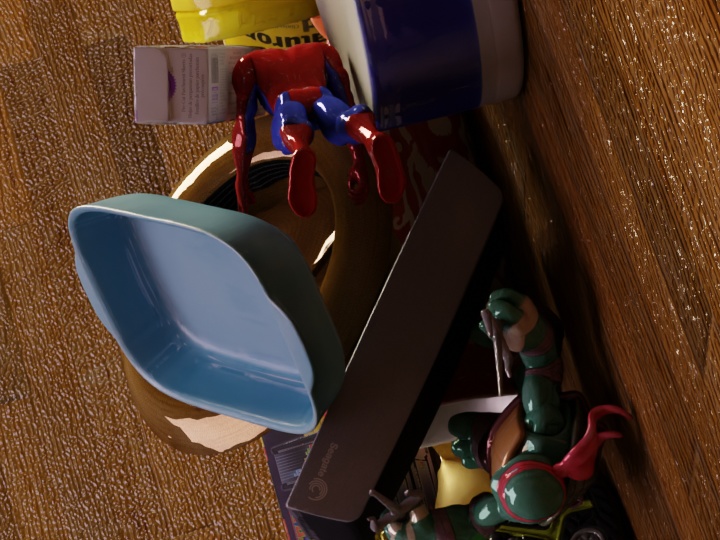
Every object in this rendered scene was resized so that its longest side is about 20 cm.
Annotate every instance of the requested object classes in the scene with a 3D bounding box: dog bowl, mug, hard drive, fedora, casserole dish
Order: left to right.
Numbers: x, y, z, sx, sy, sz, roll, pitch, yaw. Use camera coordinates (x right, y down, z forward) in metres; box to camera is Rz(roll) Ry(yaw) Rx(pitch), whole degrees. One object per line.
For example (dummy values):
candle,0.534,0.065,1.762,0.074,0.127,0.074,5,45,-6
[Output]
casserole dish,-0.074,0.016,1.470,0.200,0.039,0.121,11,130,52
fedora,-0.041,0.013,1.576,0.082,0.201,0.201,24,-143,-44
mug,0.003,-0.003,1.664,0.133,0.177,0.200,104,154,-77
dog bowl,0.016,-0.173,1.463,0.200,0.079,0.200,165,90,-86
hard drive,0.023,0.046,1.513,0.135,0.042,0.200,73,-139,-77

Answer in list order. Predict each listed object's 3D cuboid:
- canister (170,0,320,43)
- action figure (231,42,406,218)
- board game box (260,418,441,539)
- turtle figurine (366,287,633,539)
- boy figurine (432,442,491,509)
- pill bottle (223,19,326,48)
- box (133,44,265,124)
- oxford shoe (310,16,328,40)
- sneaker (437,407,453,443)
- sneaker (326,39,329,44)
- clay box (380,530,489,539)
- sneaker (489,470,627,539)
canister,-0.049,-0.239,1.602,0.087,0.148,0.200,11,115,65
action figure,-0.024,-0.052,1.445,0.200,0.065,0.099,-116,20,-65
board game box,0.004,0.153,1.961,0.200,0.057,0.166,1,-106,-71
turtle figurine,0.072,0.084,1.457,0.150,0.101,0.200,-59,3,14
boy figurine,0.070,0.163,1.919,0.124,0.064,0.200,-37,-60,-64
pill bottle,-0.042,-0.186,1.926,0.200,0.111,0.111,82,172,-62
box,-0.082,-0.098,1.523,0.200,0.039,0.042,-40,-49,-82
oxford shoe,-0.014,-0.236,1.764,0.073,0.071,0.200,-61,-36,-82
sneaker,0.031,0.070,1.758,0.200,0.095,0.079,50,164,11
sneaker,0.025,-0.056,1.796,0.098,0.071,0.201,-112,9,-72
clay box,0.072,0.180,1.765,0.200,0.115,0.048,86,166,-73
sneaker,0.117,0.189,1.517,0.076,0.075,0.200,62,-166,-56
